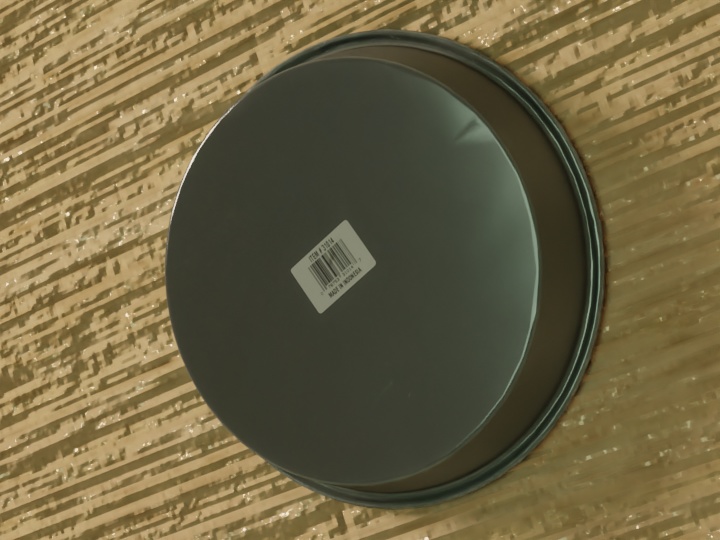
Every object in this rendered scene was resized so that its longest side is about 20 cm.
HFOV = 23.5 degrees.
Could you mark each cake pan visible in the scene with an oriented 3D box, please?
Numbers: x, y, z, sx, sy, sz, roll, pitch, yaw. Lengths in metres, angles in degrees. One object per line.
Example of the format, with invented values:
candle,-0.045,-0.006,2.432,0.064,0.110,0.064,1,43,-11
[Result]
cake pan,0.000,0.000,0.710,0.200,0.037,0.201,1,91,28
